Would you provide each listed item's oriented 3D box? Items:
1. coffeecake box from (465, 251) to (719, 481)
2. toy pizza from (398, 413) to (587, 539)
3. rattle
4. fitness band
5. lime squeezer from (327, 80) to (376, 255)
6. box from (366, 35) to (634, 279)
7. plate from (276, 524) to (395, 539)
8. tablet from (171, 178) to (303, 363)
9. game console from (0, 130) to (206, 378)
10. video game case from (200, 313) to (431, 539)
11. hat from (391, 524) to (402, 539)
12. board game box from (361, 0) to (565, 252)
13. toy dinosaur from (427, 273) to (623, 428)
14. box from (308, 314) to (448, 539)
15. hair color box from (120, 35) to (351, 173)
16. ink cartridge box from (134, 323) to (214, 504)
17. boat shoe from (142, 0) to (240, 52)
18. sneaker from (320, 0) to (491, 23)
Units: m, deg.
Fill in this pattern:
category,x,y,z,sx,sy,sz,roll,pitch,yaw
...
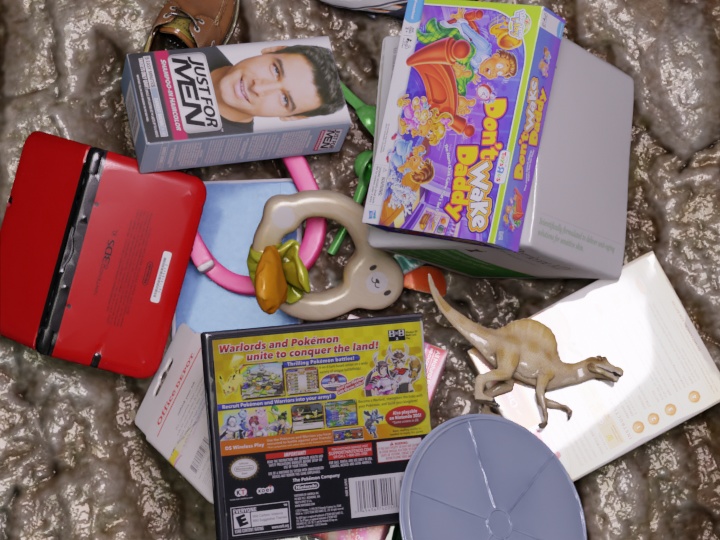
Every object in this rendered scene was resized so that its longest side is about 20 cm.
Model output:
category,x,y,z,sx,sy,sz,roll,pitch,yaw
coffeecake box,0.222,0.099,1.654,0.199,0.073,0.154,-28,81,-1
toy pizza,0.114,0.226,1.543,0.199,0.032,0.202,12,65,-28
rattle,0.000,0.000,1.622,0.199,0.143,0.131,18,86,-10
fitness band,-0.116,-0.074,1.704,0.143,0.037,0.201,-26,82,-1
lime squeezer,-0.007,-0.118,1.717,0.070,0.038,0.202,-5,82,2
box,0.132,-0.102,1.601,0.170,0.199,0.202,-1,81,33
plate,-0.029,0.241,1.668,0.198,0.032,0.201,-13,82,1
tablet,-0.121,0.011,1.716,0.129,0.014,0.202,-2,81,3
game console,-0.260,-0.016,1.696,0.171,0.119,0.201,15,92,-16
video game case,-0.034,0.136,1.529,0.198,0.025,0.182,-5,90,-17
hat,0.119,0.301,1.554,0.165,0.176,0.201,-31,107,8
board game box,0.087,-0.126,1.487,0.134,0.045,0.202,10,86,33
toy dinosaur,0.136,0.085,1.607,0.199,0.058,0.102,22,68,-1
box,0.003,0.155,1.615,0.102,0.095,0.201,20,82,4
hair color box,-0.118,-0.158,1.661,0.199,0.061,0.100,-7,67,-19
ink cartridge box,-0.129,0.136,1.630,0.067,0.200,0.117,25,94,-34
boat shoe,-0.170,-0.229,1.725,0.071,0.068,0.201,17,83,6
sneaker,0.037,-0.280,1.724,0.199,0.079,0.079,8,75,29
